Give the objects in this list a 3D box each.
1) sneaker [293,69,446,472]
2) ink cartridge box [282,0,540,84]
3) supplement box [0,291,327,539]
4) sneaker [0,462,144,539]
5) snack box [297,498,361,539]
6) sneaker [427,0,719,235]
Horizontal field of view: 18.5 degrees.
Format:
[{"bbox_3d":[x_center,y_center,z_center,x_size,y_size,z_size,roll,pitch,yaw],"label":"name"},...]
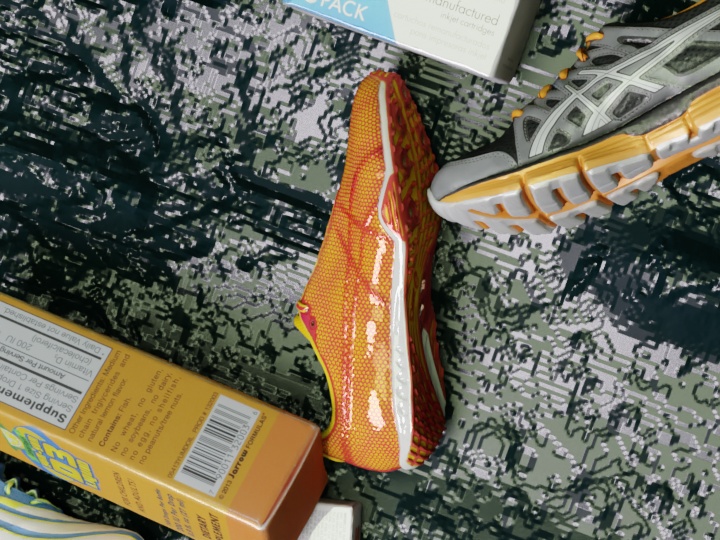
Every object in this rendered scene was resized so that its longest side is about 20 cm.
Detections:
[{"bbox_3d":[0.000,0.000,1.110,0.077,0.073,0.202,1,89,22],"label":"sneaker"},{"bbox_3d":[0.051,-0.206,1.093,0.114,0.068,0.201,20,95,11],"label":"ink cartridge box"},{"bbox_3d":[-0.119,0.079,1.119,0.199,0.067,0.069,24,65,16],"label":"supplement box"},{"bbox_3d":[-0.206,0.121,1.152,0.199,0.076,0.106,-3,90,13],"label":"sneaker"},{"bbox_3d":[-0.042,0.217,1.146,0.071,0.024,0.202,4,92,11],"label":"snack box"},{"bbox_3d":[0.123,-0.079,1.085,0.199,0.078,0.078,-23,74,8],"label":"sneaker"}]
